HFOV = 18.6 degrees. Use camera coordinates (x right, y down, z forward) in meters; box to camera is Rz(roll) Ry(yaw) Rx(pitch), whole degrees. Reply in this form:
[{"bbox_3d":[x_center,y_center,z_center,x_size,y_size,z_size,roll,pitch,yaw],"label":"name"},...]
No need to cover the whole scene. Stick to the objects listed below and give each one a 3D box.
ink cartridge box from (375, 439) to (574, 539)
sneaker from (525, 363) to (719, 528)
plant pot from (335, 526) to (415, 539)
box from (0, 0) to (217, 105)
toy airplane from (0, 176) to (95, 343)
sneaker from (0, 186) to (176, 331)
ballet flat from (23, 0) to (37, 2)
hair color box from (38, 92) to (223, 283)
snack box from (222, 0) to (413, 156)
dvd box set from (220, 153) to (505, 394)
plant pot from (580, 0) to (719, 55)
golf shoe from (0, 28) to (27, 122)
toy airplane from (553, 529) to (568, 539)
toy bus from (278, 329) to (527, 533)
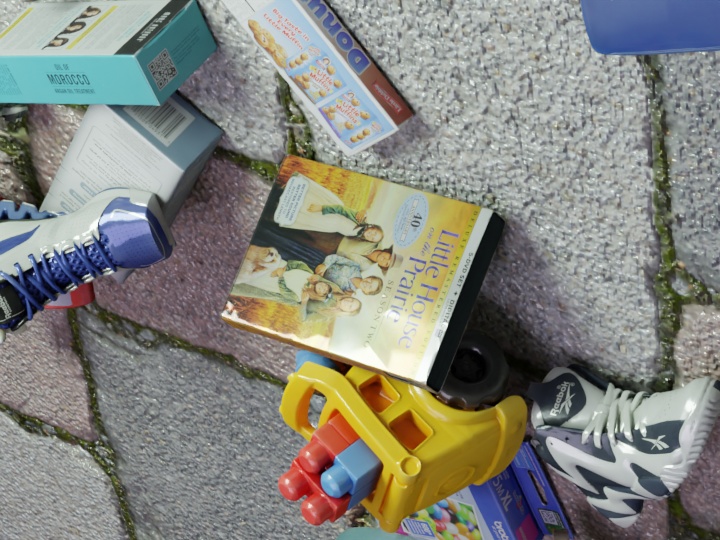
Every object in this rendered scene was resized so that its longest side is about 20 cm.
[{"bbox_3d":[0.081,0.190,1.913,0.199,0.042,0.120,3,129,40],"label":"ink cartridge box"},{"bbox_3d":[0.192,0.114,1.689,0.129,0.080,0.199,32,154,1],"label":"sneaker"},{"bbox_3d":[0.031,0.350,2.013,0.199,0.135,0.200,25,151,16],"label":"plant pot"},{"bbox_3d":[-0.217,-0.177,1.778,0.199,0.082,0.049,5,132,41],"label":"box"},{"bbox_3d":[-0.352,-0.027,2.012,0.199,0.141,0.200,-18,115,52],"label":"toy airplane"},{"bbox_3d":[-0.258,-0.001,1.846,0.198,0.115,0.081,-5,129,27],"label":"sneaker"},{"bbox_3d":[-0.299,-0.302,1.744,0.067,0.068,0.201,22,139,38],"label":"ballet flat"},{"bbox_3d":[-0.199,-0.082,1.878,0.099,0.061,0.200,40,144,2],"label":"hair color box"},{"bbox_3d":[-0.046,-0.178,1.662,0.200,0.024,0.072,51,143,-11],"label":"snack box"},{"bbox_3d":[0.000,0.000,1.707,0.199,0.147,0.029,17,171,32],"label":"dvd box set"},{"bbox_3d":[0.226,-0.240,1.197,0.199,0.200,0.181,2,121,43],"label":"plant pot"},{"bbox_3d":[-0.375,-0.184,1.948,0.199,0.077,0.089,12,115,32],"label":"golf shoe"},{"bbox_3d":[0.183,0.347,1.851,0.140,0.200,0.200,-2,145,24],"label":"toy airplane"},{"bbox_3d":[0.003,0.108,1.752,0.200,0.192,0.136,49,153,20],"label":"toy bus"}]
